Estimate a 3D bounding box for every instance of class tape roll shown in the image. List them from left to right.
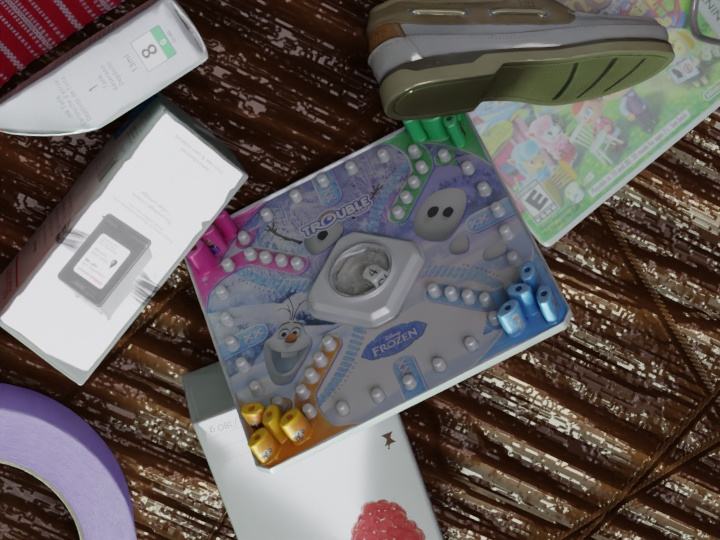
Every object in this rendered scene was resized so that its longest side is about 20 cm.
[{"bbox_3d":[-0.241,0.174,1.286,0.200,0.066,0.200,-2,102,-9],"label":"tape roll"}]

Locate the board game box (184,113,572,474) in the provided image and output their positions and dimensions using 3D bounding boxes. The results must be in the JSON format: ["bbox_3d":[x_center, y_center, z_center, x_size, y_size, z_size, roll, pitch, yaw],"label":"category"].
[{"bbox_3d":[0.000,0.000,1.218,0.200,0.200,0.026,-27,137,4],"label":"board game box"}]

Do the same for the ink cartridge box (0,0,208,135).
[{"bbox_3d":[-0.184,-0.091,1.193,0.200,0.161,0.050,-35,100,-1],"label":"ink cartridge box"}]

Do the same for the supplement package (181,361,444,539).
[{"bbox_3d":[-0.020,0.148,1.286,0.121,0.120,0.200,-21,104,-4],"label":"supplement package"}]

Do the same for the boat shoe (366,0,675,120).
[{"bbox_3d":[0.099,-0.141,1.247,0.200,0.075,0.068,-7,69,-26],"label":"boat shoe"}]

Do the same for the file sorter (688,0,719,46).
[{"bbox_3d":[0.323,-0.187,1.259,0.200,0.125,0.139,6,100,-19],"label":"file sorter"}]

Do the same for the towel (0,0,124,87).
[{"bbox_3d":[-0.179,-0.179,1.196,0.200,0.145,0.022,-34,66,-1],"label":"towel"}]

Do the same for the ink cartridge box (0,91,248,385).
[{"bbox_3d":[-0.159,-0.008,1.237,0.067,0.116,0.200,38,94,-15],"label":"ink cartridge box"}]

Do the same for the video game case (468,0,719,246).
[{"bbox_3d":[0.139,-0.146,1.304,0.200,0.022,0.182,-39,104,0],"label":"video game case"}]
